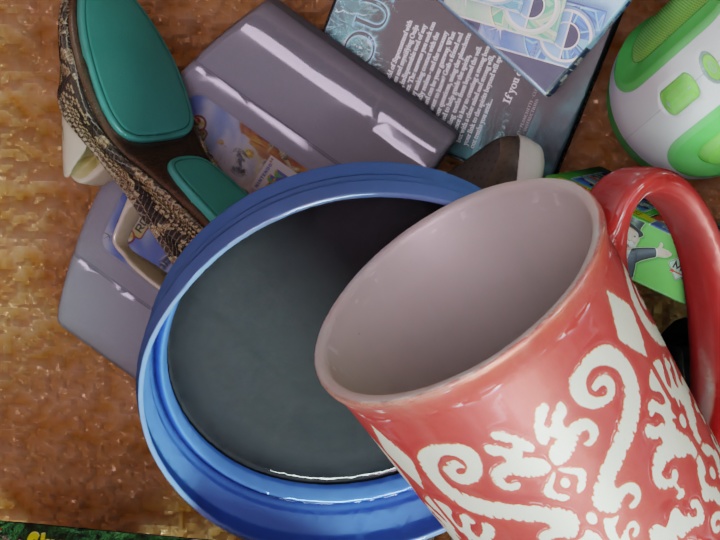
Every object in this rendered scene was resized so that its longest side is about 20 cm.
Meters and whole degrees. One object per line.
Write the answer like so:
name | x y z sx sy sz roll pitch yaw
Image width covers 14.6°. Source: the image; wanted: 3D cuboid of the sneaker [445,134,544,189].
sneaker | 0.000 0.000 1.309 0.082 0.077 0.200 42 106 -14

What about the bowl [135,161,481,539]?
bowl | -0.002 0.039 1.255 0.199 0.039 0.202 -6 125 -8

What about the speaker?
speaker | 0.178 -0.103 1.256 0.088 0.200 0.089 4 74 -15

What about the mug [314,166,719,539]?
mug | 0.105 0.068 1.175 0.177 0.134 0.200 -34 117 0

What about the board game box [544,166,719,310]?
board game box | 0.181 0.007 1.293 0.199 0.135 0.029 26 99 12

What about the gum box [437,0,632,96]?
gum box | 0.089 -0.212 1.306 0.170 0.045 0.200 42 98 3

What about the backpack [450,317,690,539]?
backpack | 0.129 0.138 1.334 0.200 0.127 0.167 -40 79 12

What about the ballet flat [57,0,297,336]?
ballet flat | -0.098 -0.043 1.312 0.075 0.068 0.200 -49 64 32

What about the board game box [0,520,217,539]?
board game box | -0.088 0.139 1.330 0.199 0.105 0.024 0 75 44

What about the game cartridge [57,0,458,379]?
game cartridge | -0.059 -0.024 1.373 0.133 0.042 0.200 33 110 -2

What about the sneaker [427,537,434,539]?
sneaker | -0.010 0.158 1.377 0.075 0.088 0.201 10 97 9

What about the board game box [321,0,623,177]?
board game box | 0.067 -0.154 1.356 0.135 0.028 0.201 23 100 6
